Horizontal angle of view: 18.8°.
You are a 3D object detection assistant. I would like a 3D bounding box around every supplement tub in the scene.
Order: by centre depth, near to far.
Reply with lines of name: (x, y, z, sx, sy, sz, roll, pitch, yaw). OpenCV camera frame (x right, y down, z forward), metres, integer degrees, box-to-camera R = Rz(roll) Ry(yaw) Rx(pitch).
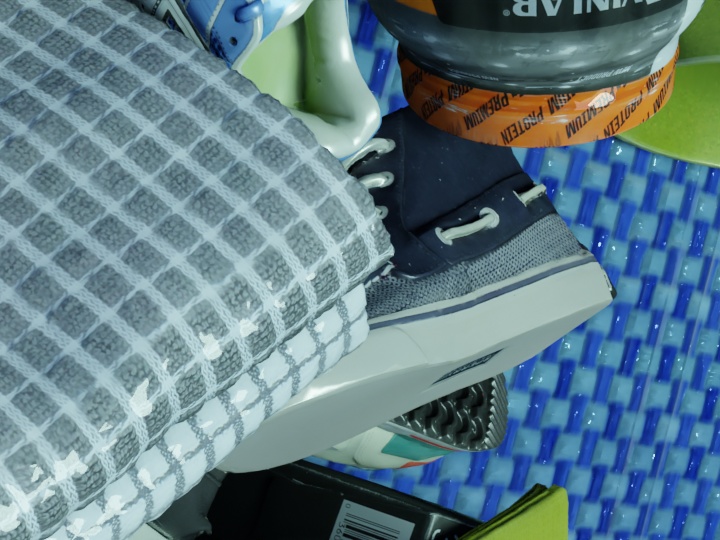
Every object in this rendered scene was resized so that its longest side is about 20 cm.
supplement tub: (0.057, -0.149, 0.706, 0.122, 0.122, 0.200, -32, 132, -37)

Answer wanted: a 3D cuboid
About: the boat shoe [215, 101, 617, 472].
boat shoe: (0.000, 0.000, 0.730, 0.200, 0.075, 0.093, -16, 72, -53)

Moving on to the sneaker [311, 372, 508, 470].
sneaker: (-0.042, 0.031, 0.785, 0.200, 0.093, 0.070, 24, 54, -37)

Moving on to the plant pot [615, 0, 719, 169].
plant pot: (0.201, -0.159, 0.943, 0.187, 0.187, 0.200, 18, 73, -48)

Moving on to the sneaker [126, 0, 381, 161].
sneaker: (-0.042, -0.110, 0.635, 0.076, 0.077, 0.200, -44, 140, -15)

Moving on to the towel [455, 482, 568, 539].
towel: (0.007, 0.145, 0.741, 0.200, 0.018, 0.086, -24, 122, -44)

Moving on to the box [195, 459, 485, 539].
box: (0.019, 0.168, 0.866, 0.200, 0.124, 0.149, 27, 82, -48)

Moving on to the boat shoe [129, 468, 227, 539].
boat shoe: (-0.105, 0.042, 0.734, 0.060, 0.074, 0.200, -60, 139, -15)

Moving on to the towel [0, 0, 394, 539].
towel: (-0.115, -0.014, 0.609, 0.166, 0.200, 0.086, -40, 158, -30)
